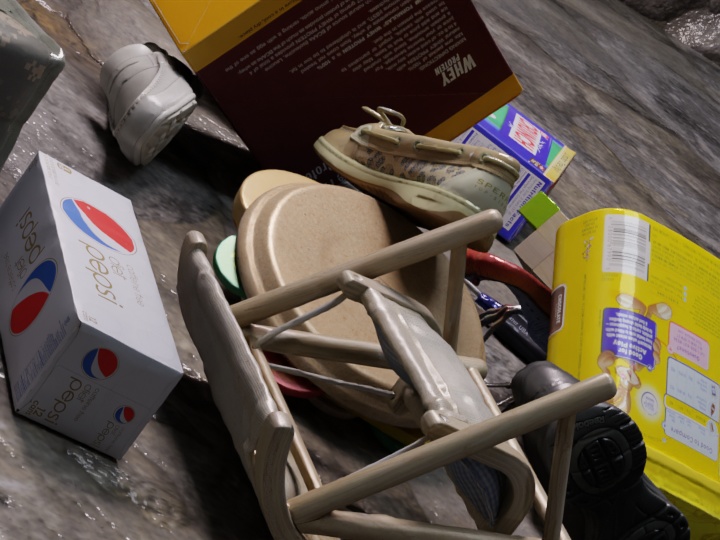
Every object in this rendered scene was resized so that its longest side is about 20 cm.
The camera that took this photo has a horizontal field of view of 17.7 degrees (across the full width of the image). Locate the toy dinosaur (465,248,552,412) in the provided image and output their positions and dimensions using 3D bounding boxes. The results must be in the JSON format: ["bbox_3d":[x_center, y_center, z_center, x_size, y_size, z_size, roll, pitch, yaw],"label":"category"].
[{"bbox_3d":[0.140,0.033,1.666,0.105,0.200,0.182,43,-20,42],"label":"toy dinosaur"}]

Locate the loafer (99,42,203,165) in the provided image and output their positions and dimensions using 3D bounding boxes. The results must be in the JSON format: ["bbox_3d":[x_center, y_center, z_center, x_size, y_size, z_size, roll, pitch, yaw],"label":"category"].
[{"bbox_3d":[-0.155,-0.122,1.628,0.070,0.070,0.200,40,7,-8],"label":"loafer"}]

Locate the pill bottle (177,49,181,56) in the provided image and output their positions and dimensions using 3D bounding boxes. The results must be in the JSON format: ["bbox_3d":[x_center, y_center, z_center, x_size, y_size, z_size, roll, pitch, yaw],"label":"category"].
[{"bbox_3d":[-0.047,-0.163,1.880,0.200,0.113,0.112,27,19,-28],"label":"pill bottle"}]

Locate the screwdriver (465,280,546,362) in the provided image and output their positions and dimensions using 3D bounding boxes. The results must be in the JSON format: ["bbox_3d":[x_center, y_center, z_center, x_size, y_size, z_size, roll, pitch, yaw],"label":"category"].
[{"bbox_3d":[0.081,0.011,1.824,0.200,0.029,0.028,39,16,18],"label":"screwdriver"}]

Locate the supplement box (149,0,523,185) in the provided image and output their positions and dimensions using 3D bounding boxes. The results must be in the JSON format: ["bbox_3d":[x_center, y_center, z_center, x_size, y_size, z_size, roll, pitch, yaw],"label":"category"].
[{"bbox_3d":[-0.023,-0.175,1.705,0.200,0.197,0.133,55,2,-39],"label":"supplement box"}]

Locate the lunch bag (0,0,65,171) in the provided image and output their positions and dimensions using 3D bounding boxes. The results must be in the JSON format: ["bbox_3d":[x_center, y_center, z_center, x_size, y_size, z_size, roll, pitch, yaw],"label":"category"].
[{"bbox_3d":[-0.292,-0.151,1.348,0.164,0.118,0.200,22,16,-41],"label":"lunch bag"}]

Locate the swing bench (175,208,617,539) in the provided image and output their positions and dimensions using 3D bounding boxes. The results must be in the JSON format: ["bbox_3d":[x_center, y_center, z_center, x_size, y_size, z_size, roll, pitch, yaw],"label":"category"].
[{"bbox_3d":[0.011,0.072,1.292,0.200,0.130,0.199,-6,33,-15],"label":"swing bench"}]

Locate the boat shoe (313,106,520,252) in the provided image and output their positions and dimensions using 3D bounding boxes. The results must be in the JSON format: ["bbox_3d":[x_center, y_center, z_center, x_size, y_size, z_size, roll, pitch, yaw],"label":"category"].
[{"bbox_3d":[0.040,-0.067,1.551,0.073,0.063,0.200,34,-3,-38],"label":"boat shoe"}]

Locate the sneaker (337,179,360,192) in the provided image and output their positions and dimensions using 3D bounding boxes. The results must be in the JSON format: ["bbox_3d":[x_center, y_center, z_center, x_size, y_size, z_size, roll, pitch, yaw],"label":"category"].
[{"bbox_3d":[0.000,0.000,1.624,0.115,0.075,0.200,45,28,10],"label":"sneaker"}]

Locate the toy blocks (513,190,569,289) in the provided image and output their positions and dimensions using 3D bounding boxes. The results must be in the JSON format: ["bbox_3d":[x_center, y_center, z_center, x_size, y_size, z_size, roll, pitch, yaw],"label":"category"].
[{"bbox_3d":[0.203,0.043,1.861,0.200,0.100,0.137,47,-4,30],"label":"toy blocks"}]

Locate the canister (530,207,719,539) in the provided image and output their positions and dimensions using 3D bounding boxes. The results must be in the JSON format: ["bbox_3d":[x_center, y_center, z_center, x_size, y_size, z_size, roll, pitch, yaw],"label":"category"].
[{"bbox_3d":[0.190,0.074,1.578,0.148,0.086,0.200,28,56,-34],"label":"canister"}]

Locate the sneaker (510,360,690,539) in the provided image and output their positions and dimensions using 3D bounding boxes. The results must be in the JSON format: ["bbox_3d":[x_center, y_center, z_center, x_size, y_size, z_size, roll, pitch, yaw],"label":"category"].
[{"bbox_3d":[0.144,0.130,1.420,0.091,0.076,0.200,52,-14,47],"label":"sneaker"}]

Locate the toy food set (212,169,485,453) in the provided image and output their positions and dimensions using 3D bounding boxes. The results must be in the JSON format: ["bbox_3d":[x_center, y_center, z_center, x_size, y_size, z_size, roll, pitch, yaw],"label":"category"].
[{"bbox_3d":[-0.005,0.024,1.483,0.200,0.049,0.198,33,36,-15],"label":"toy food set"}]

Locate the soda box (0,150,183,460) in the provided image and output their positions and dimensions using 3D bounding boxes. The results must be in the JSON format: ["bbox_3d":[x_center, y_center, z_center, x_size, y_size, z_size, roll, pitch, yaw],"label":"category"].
[{"bbox_3d":[-0.155,0.015,1.259,0.068,0.064,0.200,29,19,-27],"label":"soda box"}]

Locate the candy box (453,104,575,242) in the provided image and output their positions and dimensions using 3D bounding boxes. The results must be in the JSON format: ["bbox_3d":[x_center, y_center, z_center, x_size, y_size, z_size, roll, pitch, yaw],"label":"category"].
[{"bbox_3d":[0.092,-0.127,2.128,0.200,0.077,0.169,38,16,1],"label":"candy box"}]
